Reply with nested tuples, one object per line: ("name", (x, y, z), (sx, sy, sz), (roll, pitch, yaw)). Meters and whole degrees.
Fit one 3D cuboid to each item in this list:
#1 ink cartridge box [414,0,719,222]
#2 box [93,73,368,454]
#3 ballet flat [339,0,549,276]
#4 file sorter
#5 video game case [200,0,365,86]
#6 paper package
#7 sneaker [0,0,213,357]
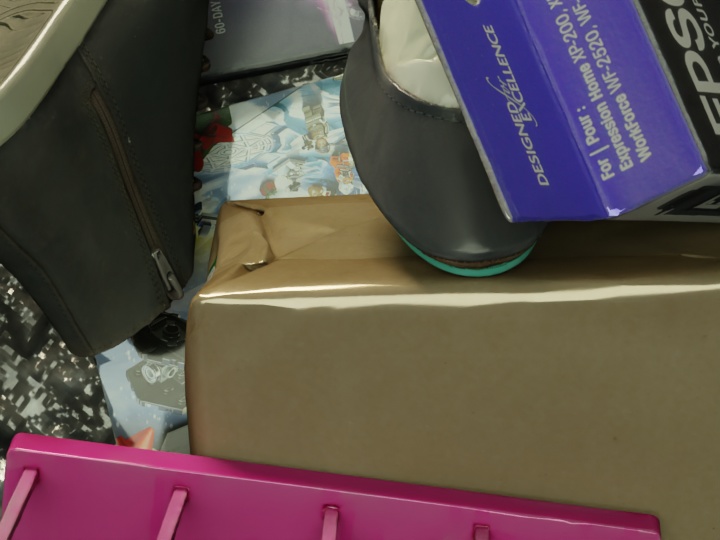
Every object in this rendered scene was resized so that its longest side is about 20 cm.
("ink cartridge box", (0.078, -0.107, 0.783), (0.043, 0.200, 0.199), (-33, 71, 34))
("box", (0.000, 0.000, 0.895), (0.199, 0.040, 0.137), (-14, 86, 5))
("ballet flat", (0.027, -0.082, 0.805), (0.073, 0.200, 0.073), (-1, 127, -1))
("file sorter", (-0.018, 0.147, 0.728), (0.199, 0.125, 0.139), (7, 109, 0))
("video game case", (0.014, -0.154, 0.911), (0.199, 0.019, 0.143), (-11, 86, 6))
("paper package", (0.042, 0.082, 0.823), (0.190, 0.104, 0.201), (-2, 109, 2))
("sneaker", (-0.079, -0.070, 0.863), (0.075, 0.106, 0.200), (-1, 43, 39))
